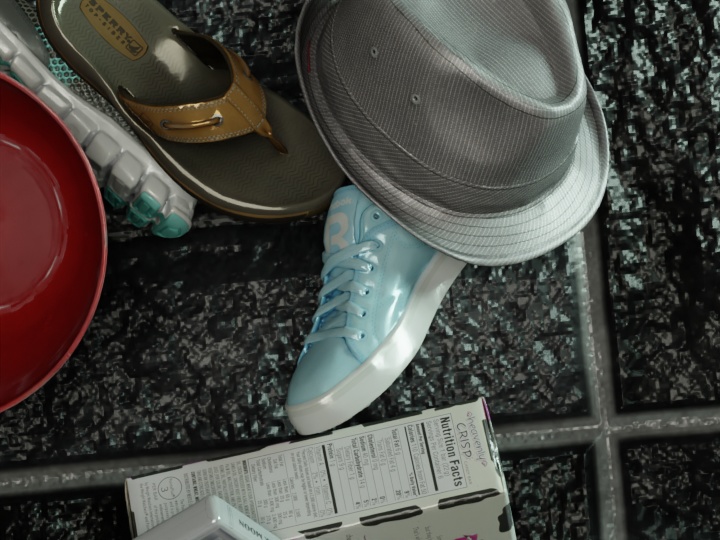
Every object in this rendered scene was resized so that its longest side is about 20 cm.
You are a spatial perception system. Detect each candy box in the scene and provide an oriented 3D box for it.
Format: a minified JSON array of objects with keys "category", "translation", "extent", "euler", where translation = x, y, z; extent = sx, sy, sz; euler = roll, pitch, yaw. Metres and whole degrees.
[{"category":"candy box","translation":[-0.017,0.141,1.404],"extent":[0.199,0.136,0.061],"euler":[-12,63,1]}]

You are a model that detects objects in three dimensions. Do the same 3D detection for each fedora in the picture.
[{"category":"fedora","translation":[0.061,-0.111,1.395],"extent":[0.176,0.090,0.200],"euler":[-23,69,-31]}]

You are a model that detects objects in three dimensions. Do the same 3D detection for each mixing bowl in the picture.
[{"category":"mixing bowl","translation":[-0.226,-0.022,1.423],"extent":[0.199,0.108,0.201],"euler":[1,97,7]}]

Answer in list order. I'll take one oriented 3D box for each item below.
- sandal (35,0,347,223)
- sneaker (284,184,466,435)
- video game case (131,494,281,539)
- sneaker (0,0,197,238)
[{"category":"sandal","translation":[-0.091,-0.102,1.404],"extent":[0.200,0.055,0.082],"euler":[45,64,-1]},{"category":"sneaker","translation":[0.000,0.000,1.404],"extent":[0.082,0.074,0.200],"euler":[47,50,-19]},{"category":"video game case","translation":[-0.099,0.209,1.376],"extent":[0.200,0.182,0.023],"euler":[-32,45,21]},{"category":"sneaker","translation":[-0.148,-0.112,1.458],"extent":[0.200,0.078,0.091],"euler":[44,72,0]}]
